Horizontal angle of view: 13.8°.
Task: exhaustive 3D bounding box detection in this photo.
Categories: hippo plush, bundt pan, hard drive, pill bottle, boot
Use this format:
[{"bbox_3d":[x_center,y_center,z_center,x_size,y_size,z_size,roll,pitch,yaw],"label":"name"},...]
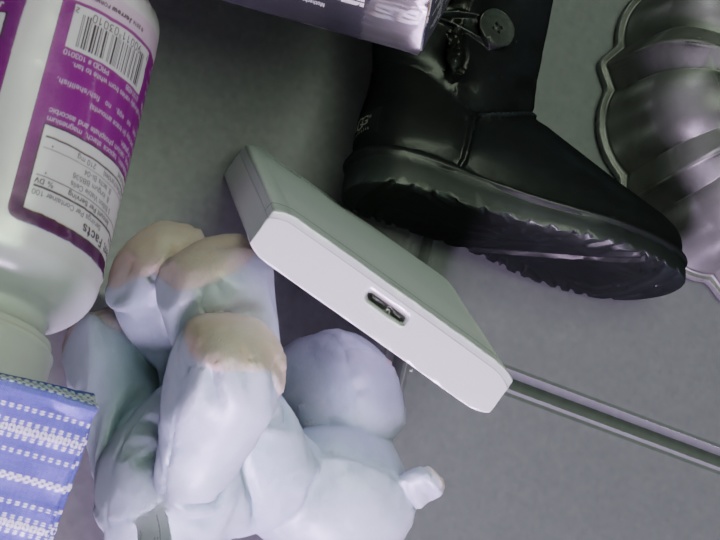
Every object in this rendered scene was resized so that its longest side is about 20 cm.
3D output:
[{"bbox_3d":[-0.036,0.078,1.369,0.160,0.159,0.201,12,56,-29],"label":"hippo plush"},{"bbox_3d":[0.228,-0.084,1.569,0.201,0.076,0.203,6,74,-20],"label":"bundt pan"},{"bbox_3d":[0.000,0.000,1.390,0.132,0.200,0.027,35,95,-11],"label":"hard drive"},{"bbox_3d":[-0.165,-0.039,1.373,0.112,0.112,0.201,19,70,-17],"label":"pill bottle"},{"bbox_3d":[0.088,-0.089,1.510,0.199,0.076,0.169,18,68,-21],"label":"boot"}]

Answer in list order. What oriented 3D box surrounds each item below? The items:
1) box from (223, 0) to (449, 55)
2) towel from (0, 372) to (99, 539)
[{"bbox_3d":[-0.021,-0.183,1.423,0.160,0.049,0.200,14,32,7],"label":"box"},{"bbox_3d":[-0.209,0.127,1.295,0.144,0.024,0.201,15,106,-25],"label":"towel"}]
